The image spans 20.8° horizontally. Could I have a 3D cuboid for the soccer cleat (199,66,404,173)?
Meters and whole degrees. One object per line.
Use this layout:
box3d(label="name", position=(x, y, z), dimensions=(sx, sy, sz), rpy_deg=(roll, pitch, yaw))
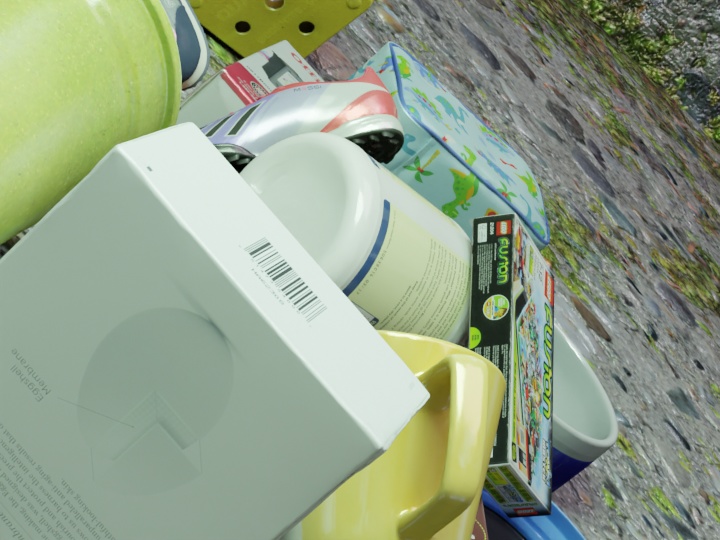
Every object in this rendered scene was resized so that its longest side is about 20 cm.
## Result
box3d(label="soccer cleat", position=(-0.070, -0.104, 1.491), dimensions=(0.068, 0.200, 0.073), rpy_deg=(92, -15, -61))

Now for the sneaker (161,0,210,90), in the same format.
box3d(label="sneaker", position=(-0.192, -0.234, 1.551), dimensions=(0.200, 0.070, 0.082), rpy_deg=(56, 18, 15))

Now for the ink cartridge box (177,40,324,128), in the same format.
box3d(label="ink cartridge box", position=(-0.068, -0.103, 1.622), dimensions=(0.148, 0.086, 0.200), rpy_deg=(48, 20, -2))

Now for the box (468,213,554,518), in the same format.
box3d(label="box", position=(0.112, 0.071, 1.457), dimensions=(0.110, 0.035, 0.200), rpy_deg=(50, 38, -56))

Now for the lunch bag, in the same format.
box3d(label="lunch bag", position=(0.070, -0.092, 1.656), dimensions=(0.200, 0.082, 0.161), rpy_deg=(41, 22, -26))

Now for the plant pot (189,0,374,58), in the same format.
box3d(label="plant pot", position=(-0.081, -0.305, 1.849), dimensions=(0.200, 0.200, 0.176), rpy_deg=(36, 34, -33))

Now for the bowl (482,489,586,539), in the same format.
box3d(label="bowl", position=(0.129, 0.231, 1.474), dimensions=(0.201, 0.039, 0.201), rpy_deg=(41, 20, -19))

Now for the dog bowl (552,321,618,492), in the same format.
box3d(label="dog bowl", position=(0.126, 0.093, 1.673), dimensions=(0.200, 0.079, 0.200), rpy_deg=(41, 20, -19))

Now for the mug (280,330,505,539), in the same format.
box3d(label="mug", position=(0.008, 0.127, 1.208), dimensions=(0.187, 0.149, 0.153), rpy_deg=(73, 22, -64))

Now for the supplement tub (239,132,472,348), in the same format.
box3d(label="supplement tub", position=(0.000, 0.000, 1.465), dimensions=(0.200, 0.145, 0.145), rpy_deg=(35, 22, -47))

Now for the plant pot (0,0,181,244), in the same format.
box3d(label="plant pot", position=(-0.228, -0.089, 1.124), dimensions=(0.200, 0.200, 0.184), rpy_deg=(46, 30, -7))

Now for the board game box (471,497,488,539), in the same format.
box3d(label="board game box", position=(0.038, 0.166, 1.371), dimensions=(0.103, 0.019, 0.200), rpy_deg=(18, 27, -13))

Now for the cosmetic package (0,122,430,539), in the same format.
box3d(label="cosmetic package", position=(-0.109, 0.065, 1.027), dimensions=(0.199, 0.200, 0.123), rpy_deg=(49, 16, 1))
